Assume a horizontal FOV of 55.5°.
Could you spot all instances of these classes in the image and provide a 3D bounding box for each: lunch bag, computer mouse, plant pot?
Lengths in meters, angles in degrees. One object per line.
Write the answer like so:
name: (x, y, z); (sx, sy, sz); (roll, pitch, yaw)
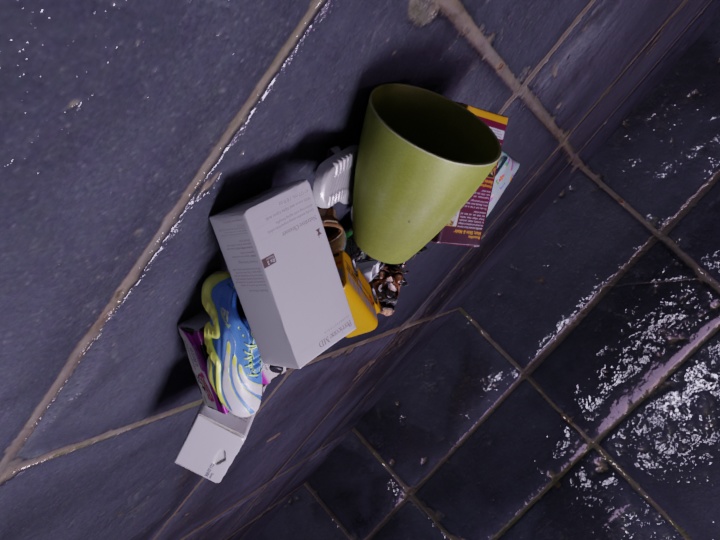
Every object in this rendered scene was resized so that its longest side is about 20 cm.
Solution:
lunch bag: (0.217, -0.166, 1.384); (0.202, 0.121, 0.170); (-56, 163, 15)
computer mouse: (0.000, 0.000, 1.125); (0.199, 0.044, 0.110); (-39, -173, 20)
plant pot: (0.065, -0.114, 0.930); (0.186, 0.186, 0.202); (-28, 150, -48)

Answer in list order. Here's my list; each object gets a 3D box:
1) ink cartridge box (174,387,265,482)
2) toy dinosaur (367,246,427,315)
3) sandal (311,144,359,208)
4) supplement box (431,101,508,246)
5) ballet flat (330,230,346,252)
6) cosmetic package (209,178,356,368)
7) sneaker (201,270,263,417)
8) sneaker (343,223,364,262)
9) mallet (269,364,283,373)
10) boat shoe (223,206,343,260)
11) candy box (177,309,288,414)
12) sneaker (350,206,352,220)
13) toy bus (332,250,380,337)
ink cartridge box: (-0.214, 0.216, 1.117); (0.145, 0.083, 0.201); (-58, -170, 38)
toy dinosaur: (0.039, -0.014, 1.238); (0.101, 0.201, 0.137); (-3, 134, -32)
sandal: (-0.037, -0.132, 0.922); (0.203, 0.049, 0.084); (-38, 144, -75)
supplement box: (0.141, -0.146, 1.038); (0.109, 0.085, 0.204); (1, 105, -45)
ballet flat: (-0.093, 0.008, 1.114); (0.201, 0.071, 0.070); (-54, 162, 27)
cosmetic package: (-0.092, 0.005, 0.843); (0.080, 0.203, 0.112); (-4, -158, 46)
sneaker: (-0.159, 0.100, 0.902); (0.075, 0.204, 0.104); (-18, -172, -34)
sneaker: (-0.014, -0.017, 1.212); (0.078, 0.085, 0.201); (-35, 161, -34)
mallet: (-0.100, 0.050, 0.956); (0.065, 0.203, 0.041); (16, 143, -32)
boat shoe: (-0.095, -0.048, 0.933); (0.199, 0.074, 0.076); (-31, 159, -45)
candy box: (-0.161, 0.099, 1.026); (0.199, 0.060, 0.139); (-32, 118, -39)
sneaker: (0.063, -0.135, 1.151); (0.199, 0.077, 0.081); (-41, 173, -14)
toy bus: (-0.022, 0.039, 1.018); (0.064, 0.080, 0.200); (-17, 151, 10)
